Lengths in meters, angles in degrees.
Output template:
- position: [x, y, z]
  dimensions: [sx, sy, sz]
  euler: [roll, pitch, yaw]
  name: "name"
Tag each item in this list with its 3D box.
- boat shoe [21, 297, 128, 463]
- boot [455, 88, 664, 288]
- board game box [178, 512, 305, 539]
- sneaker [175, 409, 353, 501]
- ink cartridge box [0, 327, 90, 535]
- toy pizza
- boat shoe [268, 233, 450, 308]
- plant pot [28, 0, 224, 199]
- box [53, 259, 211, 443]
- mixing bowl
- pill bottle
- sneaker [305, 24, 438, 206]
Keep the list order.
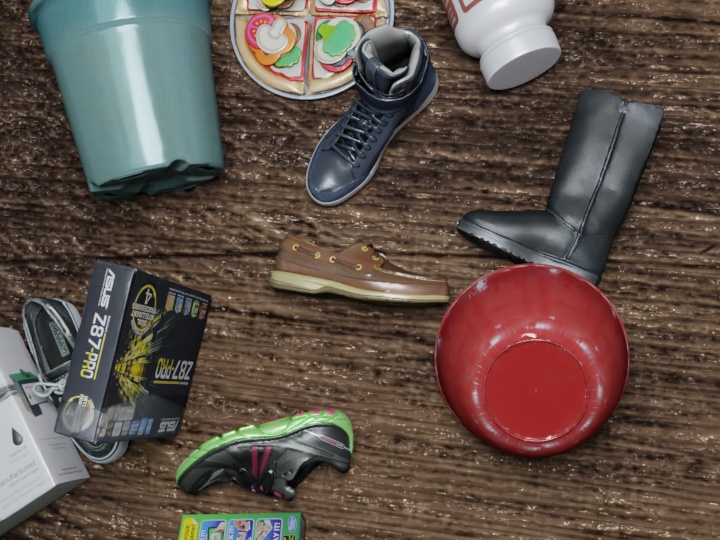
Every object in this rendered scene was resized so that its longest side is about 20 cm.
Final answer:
- position: [-0.320, 0.120, 0.900]
  dimensions: [0.073, 0.068, 0.201]
  euler: [-23, 79, 5]
  name: "boat shoe"
- position: [0.211, -0.100, 0.855]
  dimensions: [0.163, 0.066, 0.202]
  euler: [23, 88, 3]
  name: "boot"
- position: [-0.129, 0.345, 0.810]
  dimensions: [0.133, 0.029, 0.202]
  euler: [-3, 52, 7]
  name: "board game box"
- position: [-0.102, 0.204, 0.851]
  dimensions: [0.197, 0.077, 0.085]
  euler: [-16, 75, 7]
  name: "sneaker"
- position: [-0.417, 0.182, 0.897]
  dimensions: [0.145, 0.084, 0.201]
  euler: [-33, 79, 2]
  name: "ink cartridge box"
- position: [-0.059, -0.299, 0.944]
  dimensions: [0.197, 0.032, 0.203]
  euler: [-1, 81, 8]
  name: "toy pizza"
- position: [0.000, 0.000, 0.869]
  dimensions: [0.197, 0.072, 0.069]
  euler: [8, 84, 12]
  name: "boat shoe"
- position: [-0.239, -0.191, 0.882]
  dimensions: [0.197, 0.200, 0.199]
  euler: [-12, 87, 6]
  name: "plant pot"
- position: [-0.223, 0.086, 0.824]
  dimensions: [0.048, 0.200, 0.163]
  euler: [13, 83, 12]
  name: "box"
- position: [0.167, 0.101, 0.783]
  dimensions: [0.197, 0.108, 0.203]
  euler: [2, 100, 9]
  name: "mixing bowl"
- position: [0.141, -0.306, 0.875]
  dimensions: [0.111, 0.112, 0.202]
  euler: [-20, 79, 5]
  name: "pill bottle"
- position: [0.001, -0.166, 0.858]
  dimensions: [0.077, 0.146, 0.203]
  euler: [39, 90, 10]
  name: "sneaker"
